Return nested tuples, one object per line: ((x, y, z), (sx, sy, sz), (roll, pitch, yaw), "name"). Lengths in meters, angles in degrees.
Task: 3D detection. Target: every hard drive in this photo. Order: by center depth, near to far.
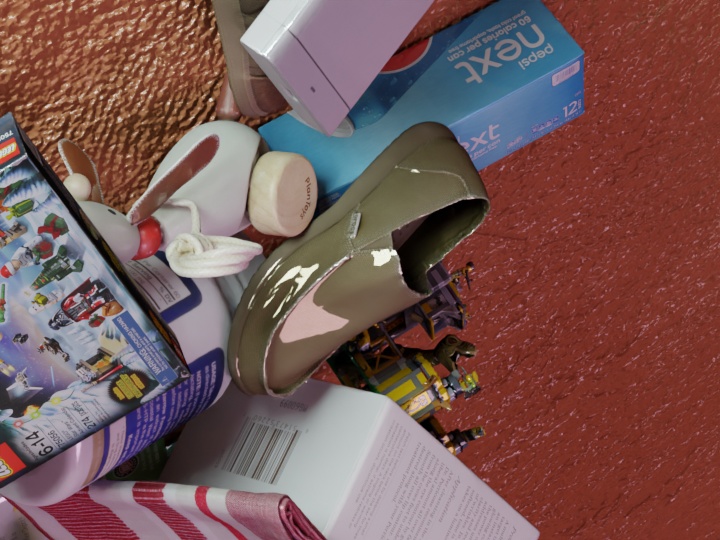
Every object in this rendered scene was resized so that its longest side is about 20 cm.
((0.020, -0.175, 1.538), (0.200, 0.027, 0.132), (-53, 159, -4), "hard drive")

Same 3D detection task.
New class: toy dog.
((-0.105, -0.058, 1.640), (0.131, 0.097, 0.200), (-2, -170, 14), "toy dog")

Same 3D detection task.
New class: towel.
((-0.108, 0.164, 1.733), (0.144, 0.199, 0.023), (55, 45, -52), "towel")

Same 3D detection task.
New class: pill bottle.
((-0.144, 0.046, 1.710), (0.200, 0.120, 0.120), (-31, 156, -44), "pill bottle")

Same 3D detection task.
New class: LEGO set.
((0.044, 0.045, 1.908), (0.115, 0.154, 0.200), (-32, 155, -7), "LEGO set")

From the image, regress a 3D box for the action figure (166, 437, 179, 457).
((-0.136, 0.157, 1.983), (0.199, 0.055, 0.118), (-34, 149, -12), "action figure")

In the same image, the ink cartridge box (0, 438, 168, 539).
((-0.226, 0.146, 1.829), (0.199, 0.088, 0.146), (-29, 150, -16), "ink cartridge box")

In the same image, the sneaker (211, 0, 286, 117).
((-0.040, -0.142, 1.579), (0.075, 0.071, 0.200), (-7, 159, 2), "sneaker")

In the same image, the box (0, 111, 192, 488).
((-0.192, 0.023, 1.519), (0.136, 0.040, 0.200), (-30, 136, 4), "box")

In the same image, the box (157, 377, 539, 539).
((-0.007, 0.157, 1.845), (0.200, 0.152, 0.107), (43, 66, -45), "box")

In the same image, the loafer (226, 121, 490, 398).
((0.000, 0.000, 1.701), (0.200, 0.067, 0.076), (-50, 145, -3), "loafer")

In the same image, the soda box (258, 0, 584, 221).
((0.039, -0.093, 1.778), (0.199, 0.068, 0.064), (-28, 149, -14), "soda box")
